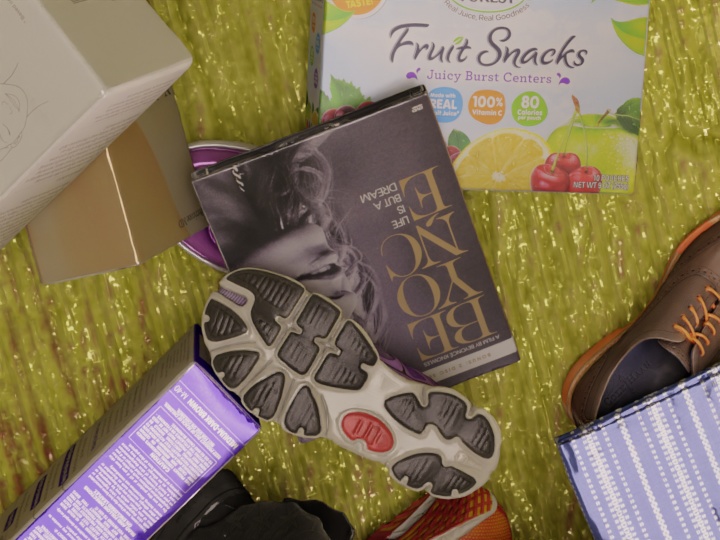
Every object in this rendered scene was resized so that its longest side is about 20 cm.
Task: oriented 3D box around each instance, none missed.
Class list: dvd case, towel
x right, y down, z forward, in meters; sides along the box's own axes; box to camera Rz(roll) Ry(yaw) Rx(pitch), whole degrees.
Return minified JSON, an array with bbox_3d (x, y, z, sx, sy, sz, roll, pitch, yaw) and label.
[{"bbox_3d":[0.000,0.000,1.486,0.148,0.016,0.201,-21,122,1],"label":"dvd case"},{"bbox_3d":[0.232,0.124,1.497,0.199,0.024,0.146,-24,97,1],"label":"towel"}]

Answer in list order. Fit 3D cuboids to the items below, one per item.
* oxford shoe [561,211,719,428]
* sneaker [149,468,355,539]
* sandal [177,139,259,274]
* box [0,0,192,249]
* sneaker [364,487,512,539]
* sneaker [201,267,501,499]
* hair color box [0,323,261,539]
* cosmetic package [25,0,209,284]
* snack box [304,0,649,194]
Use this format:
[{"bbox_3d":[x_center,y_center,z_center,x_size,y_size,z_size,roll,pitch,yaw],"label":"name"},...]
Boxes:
[{"bbox_3d":[0.209,0.034,1.527,0.071,0.073,0.200,40,95,-10],"label":"oxford shoe"},{"bbox_3d":[-0.089,0.203,1.507,0.104,0.060,0.200,44,112,29],"label":"sneaker"},{"bbox_3d":[-0.037,-0.015,1.510,0.202,0.050,0.083,29,97,-10],"label":"sandal"},{"bbox_3d":[-0.221,-0.103,1.353,0.200,0.106,0.153,-40,86,27],"label":"box"},{"bbox_3d":[0.006,0.207,1.549,0.199,0.073,0.077,-23,117,5],"label":"sneaker"},{"bbox_3d":[-0.010,0.071,1.477,0.199,0.083,0.081,35,90,-10],"label":"sneaker"},{"bbox_3d":[-0.150,0.132,1.500,0.200,0.109,0.065,-43,100,5],"label":"hair color box"},{"bbox_3d":[-0.162,-0.103,1.445,0.071,0.105,0.201,-11,102,24],"label":"cosmetic package"},{"bbox_3d":[0.069,-0.122,1.490,0.198,0.053,0.143,1,100,-10],"label":"snack box"}]
